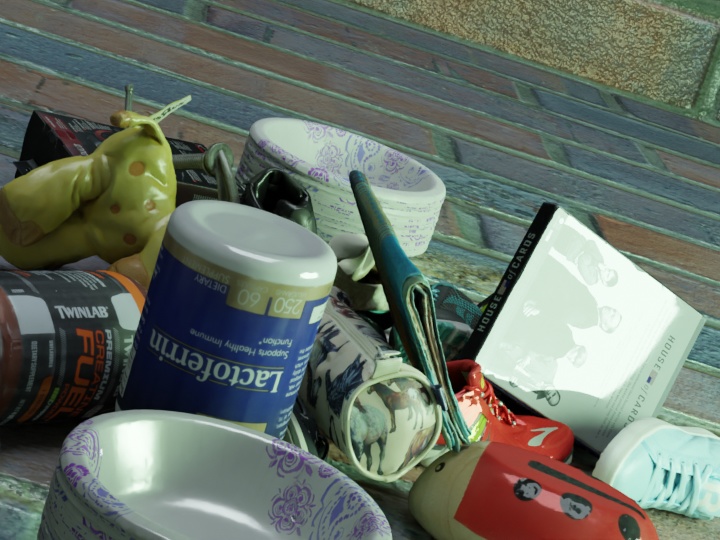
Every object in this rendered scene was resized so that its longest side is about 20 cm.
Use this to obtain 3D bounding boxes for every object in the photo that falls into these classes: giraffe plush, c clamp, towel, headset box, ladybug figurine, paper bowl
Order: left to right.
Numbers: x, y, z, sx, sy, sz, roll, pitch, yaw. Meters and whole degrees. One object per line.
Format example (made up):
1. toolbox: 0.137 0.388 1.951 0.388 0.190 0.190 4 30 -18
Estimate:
1. headset box: -0.221 -0.079 1.979 0.199 0.075 0.149 11 17 -29
2. giraffe plush: -0.180 -0.021 1.737 0.163 0.199 0.172 58 12 11
3. c clamp: -0.157 -0.068 1.814 0.027 0.172 0.199 0 7 -37
4. paper bowl: -0.089 0.169 1.242 0.199 0.105 0.201 18 16 -5
5. paper bowl: -0.026 -0.065 2.079 0.199 0.105 0.201 18 15 -5
6. towel: 0.035 0.025 1.576 0.022 0.147 0.200 -18 28 -3
7. ladybug figurine: 0.133 0.179 1.529 0.199 0.072 0.136 22 15 9

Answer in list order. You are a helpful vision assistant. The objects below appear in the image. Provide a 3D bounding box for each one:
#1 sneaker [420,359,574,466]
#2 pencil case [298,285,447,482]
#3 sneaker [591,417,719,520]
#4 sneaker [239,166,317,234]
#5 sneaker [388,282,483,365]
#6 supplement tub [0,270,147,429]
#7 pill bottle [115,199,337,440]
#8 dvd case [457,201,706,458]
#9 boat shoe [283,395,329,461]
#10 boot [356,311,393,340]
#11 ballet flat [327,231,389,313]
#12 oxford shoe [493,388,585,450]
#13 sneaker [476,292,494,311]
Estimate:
1. sneaker: 0.088 0.113 1.673 0.199 0.085 0.077 11 19 -26
2. pencil case: -0.008 0.071 1.528 0.077 0.090 0.200 4 18 -23
3. sneaker: 0.264 0.165 1.728 0.082 0.074 0.199 27 18 36
4. sneaker: -0.077 -0.046 1.789 0.066 0.091 0.200 -1 16 -20
5. sneaker: 0.063 0.050 1.803 0.091 0.077 0.200 55 13 21
6. supplement tub: -0.209 0.052 1.491 0.107 0.108 0.199 30 20 35
7. pill bottle: -0.095 0.065 1.408 0.115 0.201 0.116 16 16 -5
8. dvd case: 0.184 0.057 1.750 0.200 0.151 0.025 34 -9 -34
9. boat shoe: -0.056 0.122 1.497 0.066 0.075 0.199 20 14 -33
10. boot: -0.016 0.045 1.792 0.199 0.077 0.168 2 18 -28
11. ballet flat: 0.000 0.000 1.697 0.067 0.063 0.200 36 17 15
12. oxford shoe: 0.162 0.105 1.818 0.199 0.073 0.084 8 16 -36
13. sneaker: 0.177 0.056 1.878 0.081 0.074 0.200 53 -26 -21
